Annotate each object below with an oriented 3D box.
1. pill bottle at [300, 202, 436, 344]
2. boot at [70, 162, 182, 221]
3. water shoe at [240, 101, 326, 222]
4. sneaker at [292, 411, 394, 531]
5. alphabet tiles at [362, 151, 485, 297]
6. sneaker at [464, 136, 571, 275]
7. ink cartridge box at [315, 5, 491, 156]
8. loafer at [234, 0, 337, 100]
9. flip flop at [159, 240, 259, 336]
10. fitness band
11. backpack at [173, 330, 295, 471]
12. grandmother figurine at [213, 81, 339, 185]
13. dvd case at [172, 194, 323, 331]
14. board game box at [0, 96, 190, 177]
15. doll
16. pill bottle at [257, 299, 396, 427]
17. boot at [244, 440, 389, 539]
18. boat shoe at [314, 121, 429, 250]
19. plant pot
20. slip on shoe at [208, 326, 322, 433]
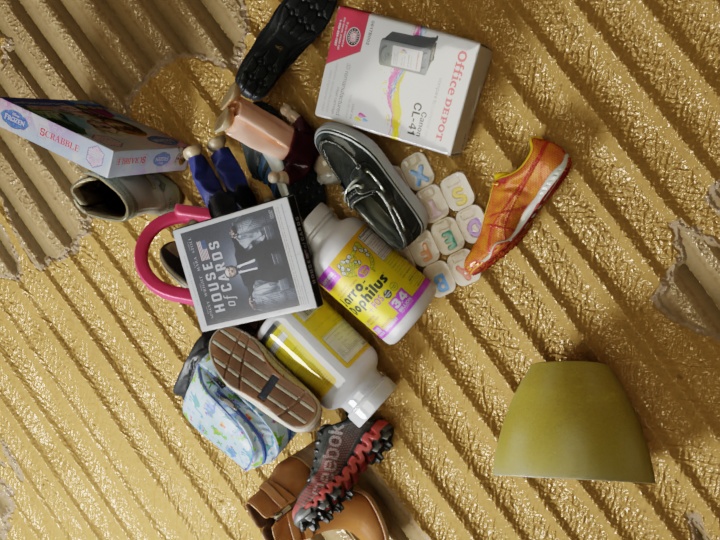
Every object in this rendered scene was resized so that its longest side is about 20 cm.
[{"bbox_3d":[0.000,0.000,1.042,0.199,0.104,0.105,40,111,0],"label":"pill bottle"},{"bbox_3d":[-0.386,-0.136,1.148,0.198,0.154,0.073,29,109,12],"label":"boot"},{"bbox_3d":[-0.117,-0.146,1.108,0.079,0.071,0.202,-20,98,52],"label":"water shoe"},{"bbox_3d":[-0.041,0.282,1.110,0.097,0.201,0.071,31,152,24],"label":"sneaker"},{"bbox_3d":[0.078,-0.054,1.074,0.198,0.015,0.198,-25,92,22],"label":"alphabet tiles"},{"bbox_3d":[0.194,-0.083,1.004,0.077,0.073,0.201,37,101,17],"label":"sneaker"},{"bbox_3d":[0.055,-0.250,1.006,0.198,0.085,0.150,19,106,17],"label":"ink cartridge box"},{"bbox_3d":[-0.106,-0.326,1.058,0.068,0.070,0.201,37,97,-24],"label":"loafer"},{"bbox_3d":[-0.239,0.036,1.179,0.200,0.081,0.058,45,126,1],"label":"flip flop"},{"bbox_3d":[-0.233,-0.019,1.130,0.197,0.037,0.146,9,75,-6],"label":"fitness band"},{"bbox_3d":[-0.186,0.201,1.155,0.198,0.155,0.164,31,137,-4],"label":"backpack"},{"bbox_3d":[-0.099,-0.171,1.042,0.060,0.198,0.123,-9,62,59],"label":"grandmother figurine"},{"bbox_3d":[-0.156,-0.006,1.039,0.198,0.025,0.152,-13,96,27],"label":"dvd case"},{"bbox_3d":[-0.382,-0.197,1.112,0.198,0.200,0.042,25,107,12],"label":"board game box"},{"bbox_3d":[-0.191,-0.092,1.110,0.202,0.135,0.048,61,152,8],"label":"doll"},{"bbox_3d":[-0.046,0.126,1.101,0.200,0.112,0.112,44,111,7],"label":"pill bottle"},{"bbox_3d":[-0.062,0.367,1.123,0.201,0.155,0.077,52,138,5],"label":"boot"},{"bbox_3d":[0.009,-0.112,1.014,0.200,0.071,0.072,43,141,-6],"label":"boat shoe"},{"bbox_3d":[0.269,0.194,0.977,0.197,0.200,0.144,-3,74,20],"label":"plant pot"},{"bbox_3d":[-0.132,0.155,1.073,0.199,0.061,0.076,33,78,18],"label":"slip on shoe"}]
